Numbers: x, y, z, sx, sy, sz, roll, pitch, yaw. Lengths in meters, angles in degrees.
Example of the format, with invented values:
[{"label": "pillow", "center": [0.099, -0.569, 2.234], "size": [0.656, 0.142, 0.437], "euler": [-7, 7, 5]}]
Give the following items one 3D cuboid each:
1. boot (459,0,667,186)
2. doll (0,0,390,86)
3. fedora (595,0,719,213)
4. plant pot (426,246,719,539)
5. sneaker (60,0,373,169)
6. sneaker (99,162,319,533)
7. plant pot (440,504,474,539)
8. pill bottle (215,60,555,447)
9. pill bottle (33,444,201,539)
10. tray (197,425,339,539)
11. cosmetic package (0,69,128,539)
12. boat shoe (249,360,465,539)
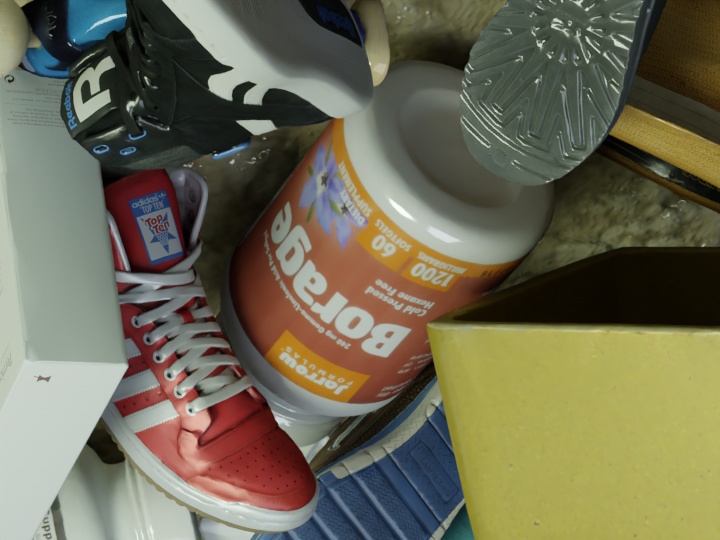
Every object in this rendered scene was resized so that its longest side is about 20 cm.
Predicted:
[{"label": "boot", "center": [0.130, -0.138, 0.945], "size": [0.200, 0.065, 0.165], "euler": [-42, 163, -49]}, {"label": "doll", "center": [-0.087, -0.103, 0.967], "size": [0.199, 0.049, 0.136], "euler": [-1, 177, -29]}, {"label": "fedora", "center": [0.158, -0.080, 1.040], "size": [0.200, 0.200, 0.082], "euler": [26, 92, -38]}, {"label": "plant pot", "center": [0.167, 0.103, 1.028], "size": [0.193, 0.202, 0.195], "euler": [1, -168, 34]}, {"label": "sneaker", "center": [-0.077, -0.082, 0.847], "size": [0.111, 0.074, 0.200], "euler": [-21, 161, 16]}, {"label": "sneaker", "center": [-0.084, 0.027, 1.052], "size": [0.071, 0.200, 0.113], "euler": [-24, 147, -46]}, {"label": "plant pot", "center": [0.136, 0.117, 1.227], "size": [0.188, 0.200, 0.200], "euler": [-45, 133, 10]}, {"label": "pill bottle", "center": [0.000, 0.000, 1.090], "size": [0.111, 0.113, 0.200], "euler": [10, 140, -28]}, {"label": "pill bottle", "center": [-0.186, 0.155, 1.207], "size": [0.198, 0.111, 0.111], "euler": [-13, 139, -4]}, {"label": "tray", "center": [-0.016, 0.162, 1.277], "size": [0.108, 0.022, 0.200], "euler": [-55, 138, -24]}, {"label": "cosmetic package", "center": [-0.164, 0.029, 1.020], "size": [0.051, 0.152, 0.200], "euler": [5, 146, -23]}, {"label": "boat shoe", "center": [0.010, 0.111, 1.146], "size": [0.200, 0.072, 0.073], "euler": [-37, 105, -19]}]
